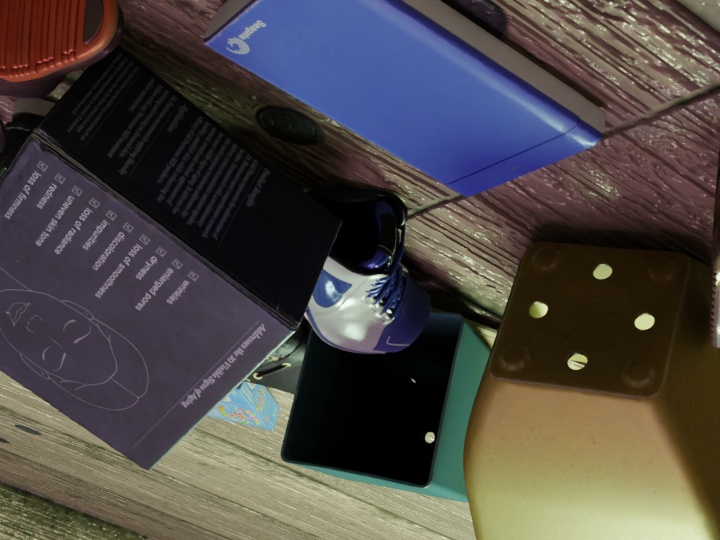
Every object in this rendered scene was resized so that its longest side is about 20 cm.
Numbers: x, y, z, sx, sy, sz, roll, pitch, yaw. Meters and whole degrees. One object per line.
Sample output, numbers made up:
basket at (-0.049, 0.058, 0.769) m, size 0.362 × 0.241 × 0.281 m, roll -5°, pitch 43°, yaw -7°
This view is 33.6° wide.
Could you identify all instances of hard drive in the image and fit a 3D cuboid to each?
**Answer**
hard drive at (0.024, -0.110, 0.683) m, size 0.199 × 0.026 × 0.131 m, roll 28°, pitch 156°, yaw -25°

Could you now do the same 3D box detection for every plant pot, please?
plant pot at (0.175, 0.088, 0.840) m, size 0.193 × 0.196 × 0.201 m, roll 5°, pitch 143°, yaw 27°
plant pot at (0.050, 0.129, 1.058) m, size 0.140 × 0.143 × 0.200 m, roll 5°, pitch 164°, yaw 28°

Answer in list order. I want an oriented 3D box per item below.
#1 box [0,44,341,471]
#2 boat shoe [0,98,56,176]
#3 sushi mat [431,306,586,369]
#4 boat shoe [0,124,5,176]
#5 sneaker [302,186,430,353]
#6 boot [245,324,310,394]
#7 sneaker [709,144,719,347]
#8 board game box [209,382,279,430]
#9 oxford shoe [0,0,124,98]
box at (-0.154, -0.003, 0.799) m, size 0.196 × 0.125 × 0.200 m, roll 38°, pitch 128°, yaw -12°
boat shoe at (-0.241, -0.061, 0.945) m, size 0.075 × 0.061 × 0.201 m, roll 12°, pitch 157°, yaw 12°
sushi mat at (0.099, 0.064, 1.055) m, size 0.198 × 0.012 × 0.096 m, roll 19°, pitch 160°, yaw -3°
boat shoe at (-0.310, -0.069, 0.963) m, size 0.071 × 0.072 × 0.200 m, roll 12°, pitch 158°, yaw 10°
sneaker at (0.000, 0.000, 0.887) m, size 0.114 × 0.081 × 0.199 m, roll -3°, pitch 149°, yaw 44°
boot at (-0.082, 0.096, 1.191) m, size 0.149 × 0.074 × 0.199 m, roll 27°, pitch 151°, yaw -23°
sneaker at (0.257, -0.017, 0.676) m, size 0.111 × 0.072 × 0.201 m, roll 3°, pitch 149°, yaw 16°
board game box at (-0.207, 0.132, 1.407) m, size 0.197 × 0.037 × 0.152 m, roll 11°, pitch 157°, yaw 16°
oxford shoe at (-0.203, -0.144, 0.738) m, size 0.198 × 0.072 × 0.072 m, roll 4°, pitch 175°, yaw 40°
